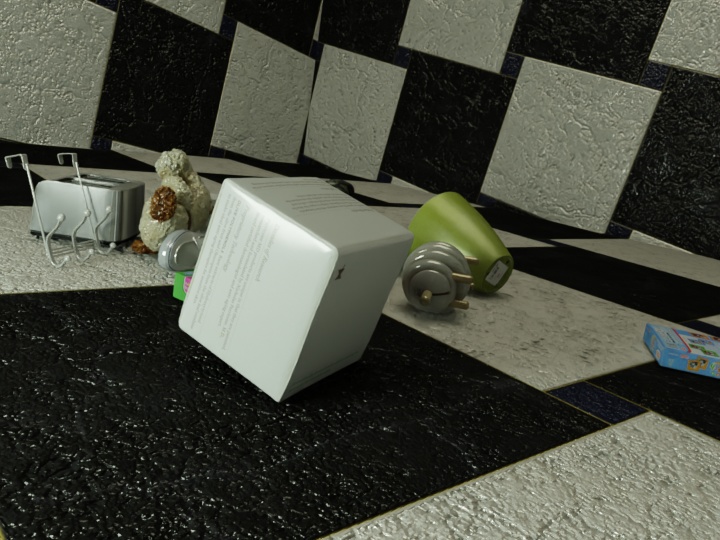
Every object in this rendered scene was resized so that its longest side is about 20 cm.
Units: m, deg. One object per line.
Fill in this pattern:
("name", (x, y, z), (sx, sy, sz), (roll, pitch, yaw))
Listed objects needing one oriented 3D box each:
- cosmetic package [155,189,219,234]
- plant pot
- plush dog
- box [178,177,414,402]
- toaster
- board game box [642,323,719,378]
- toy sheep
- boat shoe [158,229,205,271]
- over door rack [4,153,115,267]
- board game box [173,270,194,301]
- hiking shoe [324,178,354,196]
("cosmetic package", (-0.340, -0.110, 1.395), (0.198, 0.114, 0.081), (11, 13, 2))
("plant pot", (0.227, -0.041, 1.394), (0.186, 0.189, 0.200), (-2, 32, -39))
("plush dog", (-0.361, -0.103, 1.242), (0.160, 0.201, 0.172), (32, 39, 0))
("box", (-0.074, 0.010, 0.788), (0.170, 0.202, 0.198), (31, 21, 22))
("toaster", (-0.532, -0.121, 1.295), (0.198, 0.120, 0.181), (8, 14, -3))
("board game box", (0.603, 0.146, 1.102), (0.198, 0.037, 0.151), (11, 13, 12))
("toy sheep", (0.137, 0.015, 1.152), (0.136, 0.139, 0.200), (12, 19, 12))
("boat shoe", (-0.298, -0.039, 1.196), (0.066, 0.074, 0.200), (11, 13, 11))
("over door rack", (-0.510, -0.117, 1.127), (0.066, 0.202, 0.148), (-19, 6, 15))
("board game box", (-0.172, 0.042, 1.014), (0.199, 0.041, 0.152), (18, 16, 35))
("hiking shoe", (-0.059, -0.130, 1.351), (0.100, 0.076, 0.200), (30, 36, 20))
